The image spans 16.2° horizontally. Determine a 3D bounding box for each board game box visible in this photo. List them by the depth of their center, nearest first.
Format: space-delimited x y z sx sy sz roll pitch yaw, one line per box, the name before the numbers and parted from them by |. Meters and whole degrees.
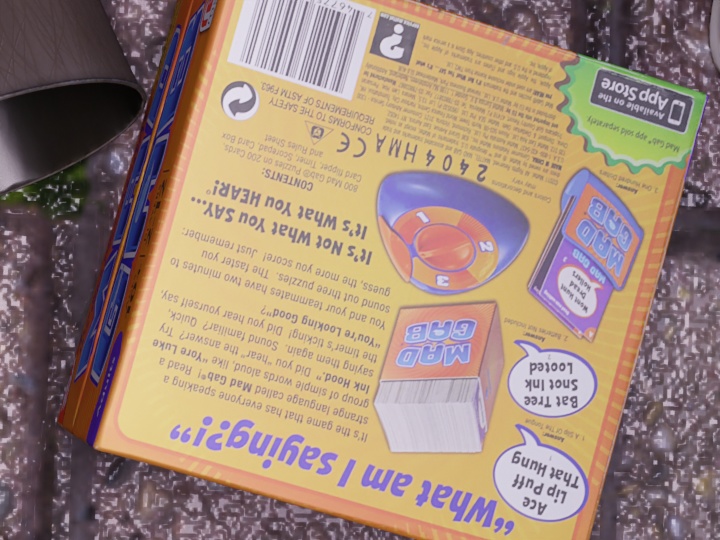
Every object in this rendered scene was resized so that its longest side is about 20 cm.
board game box | 0.000 0.000 1.059 0.199 0.200 0.201 17 86 -11

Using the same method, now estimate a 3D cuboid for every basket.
basket | -0.187 -0.140 1.051 0.135 0.180 0.201 -21 84 -1

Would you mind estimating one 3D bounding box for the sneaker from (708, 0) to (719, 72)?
sneaker | 0.206 -0.182 1.158 0.074 0.090 0.202 1 89 -11
